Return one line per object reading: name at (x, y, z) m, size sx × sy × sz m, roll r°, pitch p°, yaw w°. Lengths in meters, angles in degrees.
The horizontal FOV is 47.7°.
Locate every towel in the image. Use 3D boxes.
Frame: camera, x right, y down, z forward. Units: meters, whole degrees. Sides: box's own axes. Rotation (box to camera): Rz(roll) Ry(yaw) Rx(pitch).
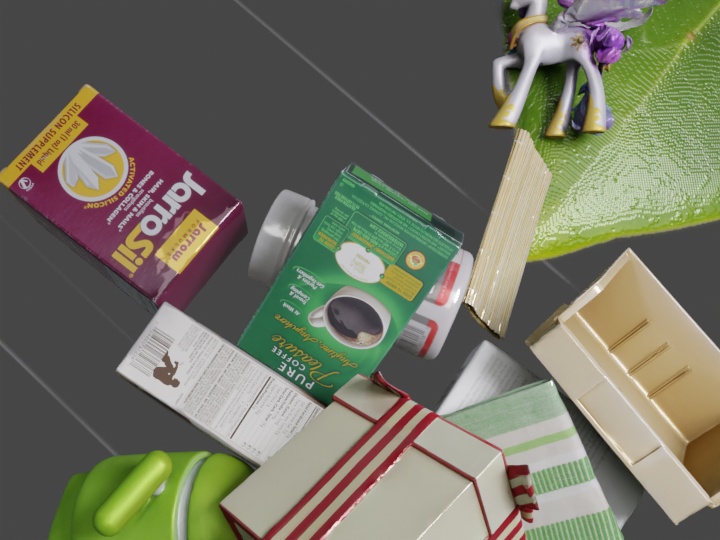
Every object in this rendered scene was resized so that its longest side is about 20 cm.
towel at (0.143, 0.208, 0.734) m, size 0.152 × 0.023 × 0.201 m, roll -23°, pitch 97°, yaw 24°

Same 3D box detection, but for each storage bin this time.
storage bin at (0.265, 0.097, 0.747) m, size 0.094 × 0.198 × 0.200 m, roll -43°, pitch 80°, yaw 25°

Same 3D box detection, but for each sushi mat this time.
sushi mat at (0.155, -0.036, 0.840) m, size 0.012 × 0.096 × 0.201 m, roll 8°, pitch 70°, yaw 36°

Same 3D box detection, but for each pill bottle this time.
pill bottle at (0.000, 0.000, 0.800) m, size 0.199 × 0.114 × 0.114 m, roll 22°, pitch 74°, yaw 2°

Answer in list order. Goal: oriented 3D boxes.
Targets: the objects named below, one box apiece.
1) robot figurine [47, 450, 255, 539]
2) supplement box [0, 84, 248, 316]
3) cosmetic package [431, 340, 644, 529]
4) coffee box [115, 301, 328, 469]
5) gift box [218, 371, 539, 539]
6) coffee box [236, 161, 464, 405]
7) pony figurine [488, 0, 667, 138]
robot figurine at (-0.167, 0.219, 0.710) m, size 0.199 × 0.176 × 0.116 m, roll -5°, pitch 44°, yaw 15°
supplement box at (-0.230, -0.062, 0.806) m, size 0.200 × 0.103 × 0.131 m, roll 36°, pitch 74°, yaw 6°
cosmetic package at (0.169, 0.169, 0.787) m, size 0.200 × 0.071 × 0.102 m, roll 36°, pitch 75°, yaw 6°
coffee box at (-0.114, 0.124, 0.758) m, size 0.199 × 0.113 × 0.080 m, roll 32°, pitch 75°, yaw 4°
gift box at (0.027, 0.198, 0.634) m, size 0.186 × 0.201 × 0.184 m, roll -38°, pitch 42°, yaw -28°
coffee box at (-0.013, 0.019, 0.723) m, size 0.123 × 0.044 × 0.201 m, roll 31°, pitch 112°, yaw -1°
pony figurine at (0.229, -0.248, 0.881) m, size 0.192 × 0.167 × 0.201 m, roll 4°, pitch 89°, yaw 5°
